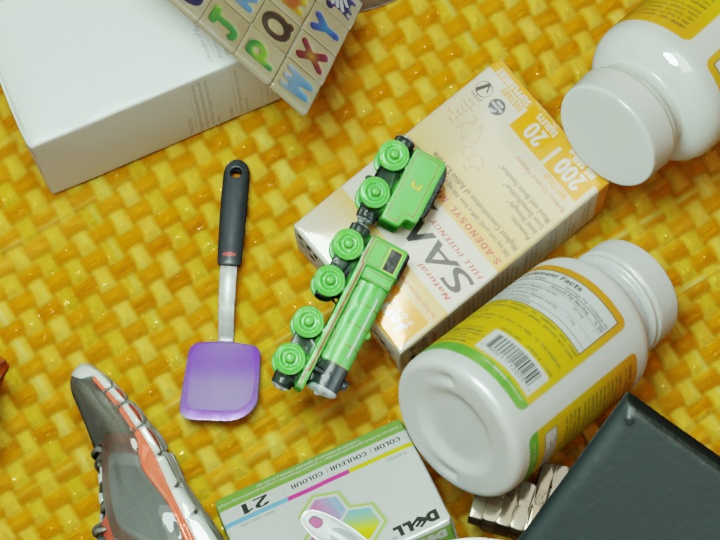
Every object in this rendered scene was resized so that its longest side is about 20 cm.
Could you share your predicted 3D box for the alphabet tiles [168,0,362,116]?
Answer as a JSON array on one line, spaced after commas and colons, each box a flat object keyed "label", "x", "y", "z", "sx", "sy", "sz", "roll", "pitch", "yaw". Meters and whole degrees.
[{"label": "alphabet tiles", "x": -0.070, "y": -0.225, "z": 1.627, "sx": 0.167, "sy": 0.008, "sz": 0.201, "roll": 40, "pitch": 44, "yaw": -15}]

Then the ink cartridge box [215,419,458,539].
[{"label": "ink cartridge box", "x": 0.005, "y": 0.218, "z": 1.540, "sx": 0.147, "sy": 0.076, "sz": 0.201, "roll": -24, "pitch": 44, "yaw": -5}]

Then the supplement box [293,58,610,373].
[{"label": "supplement box", "x": 0.066, "y": -0.039, "z": 1.652, "sx": 0.200, "sy": 0.074, "sz": 0.126, "roll": -40, "pitch": 78, "yaw": -8}]

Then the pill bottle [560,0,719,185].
[{"label": "pill bottle", "x": 0.237, "y": -0.150, "z": 1.631, "sx": 0.113, "sy": 0.113, "sz": 0.200, "roll": 43, "pitch": 61, "yaw": 11}]

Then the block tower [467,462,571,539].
[{"label": "block tower", "x": 0.178, "y": 0.178, "z": 1.605, "sx": 0.198, "sy": 0.054, "sz": 0.058, "roll": 16, "pitch": 77, "yaw": 4}]

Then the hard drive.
[{"label": "hard drive", "x": 0.182, "y": 0.203, "z": 1.556, "sx": 0.139, "sy": 0.033, "sz": 0.201, "roll": 35, "pitch": 105, "yaw": -1}]

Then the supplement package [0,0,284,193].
[{"label": "supplement package", "x": -0.164, "y": -0.158, "z": 1.664, "sx": 0.199, "sy": 0.117, "sz": 0.118, "roll": -23, "pitch": 77, "yaw": -6}]

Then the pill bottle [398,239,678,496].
[{"label": "pill bottle", "x": 0.130, "y": 0.060, "z": 1.581, "sx": 0.200, "sy": 0.111, "sz": 0.111, "roll": -35, "pitch": 76, "yaw": -35}]

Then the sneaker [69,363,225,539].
[{"label": "sneaker", "x": -0.164, "y": 0.160, "z": 1.606, "sx": 0.082, "sy": 0.077, "sz": 0.201, "roll": -33, "pitch": 77, "yaw": -1}]

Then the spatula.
[{"label": "spatula", "x": -0.097, "y": 0.013, "z": 1.668, "sx": 0.056, "sy": 0.021, "sz": 0.202, "roll": 3, "pitch": 75, "yaw": 3}]

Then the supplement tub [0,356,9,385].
[{"label": "supplement tub", "x": -0.335, "y": 0.130, "z": 1.590, "sx": 0.122, "sy": 0.123, "sz": 0.201, "roll": 26, "pitch": 77, "yaw": 7}]

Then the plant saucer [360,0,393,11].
[{"label": "plant saucer", "x": -0.019, "y": -0.297, "z": 1.740, "sx": 0.198, "sy": 0.037, "sz": 0.202, "roll": 0, "pitch": 76, "yaw": 1}]

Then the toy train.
[{"label": "toy train", "x": 0.000, "y": 0.000, "z": 1.588, "sx": 0.056, "sy": 0.042, "sz": 0.201, "roll": 27, "pitch": 80, "yaw": -2}]

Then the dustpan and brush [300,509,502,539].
[{"label": "dustpan and brush", "x": 0.046, "y": 0.216, "z": 1.476, "sx": 0.199, "sy": 0.057, "sz": 0.140, "roll": 30, "pitch": 75, "yaw": 18}]
